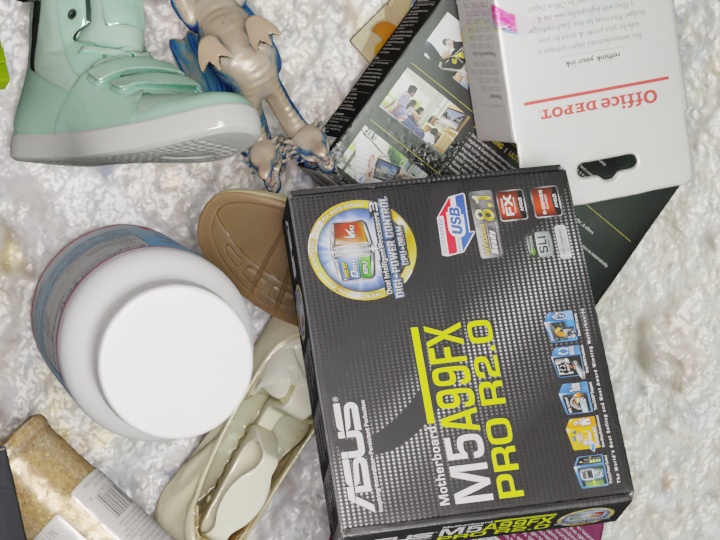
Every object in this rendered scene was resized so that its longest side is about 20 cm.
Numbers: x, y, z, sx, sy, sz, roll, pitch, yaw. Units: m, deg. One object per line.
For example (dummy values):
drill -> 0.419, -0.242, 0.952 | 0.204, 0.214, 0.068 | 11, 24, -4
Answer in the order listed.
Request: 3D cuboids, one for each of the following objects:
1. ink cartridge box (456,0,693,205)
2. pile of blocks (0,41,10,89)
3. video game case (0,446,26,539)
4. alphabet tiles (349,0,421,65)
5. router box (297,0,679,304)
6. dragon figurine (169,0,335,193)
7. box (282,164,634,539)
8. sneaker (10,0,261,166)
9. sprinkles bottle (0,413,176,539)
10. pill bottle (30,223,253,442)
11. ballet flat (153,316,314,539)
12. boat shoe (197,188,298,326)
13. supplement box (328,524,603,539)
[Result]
ink cartridge box -> 0.122, -0.142, 1.244 | 0.115, 0.068, 0.200 | -11, 98, -16
pile of blocks -> -0.207, -0.157, 1.165 | 0.062, 0.082, 0.200 | -5, 132, -30
video game case -> -0.214, 0.182, 1.188 | 0.025, 0.181, 0.200 | -15, 101, -24
alphabet tiles -> 0.094, -0.130, 1.328 | 0.200, 0.006, 0.166 | -45, 106, -6
router box -> 0.085, -0.063, 1.303 | 0.200, 0.051, 0.149 | 38, 84, -17
dragon figurine -> -0.081, -0.137, 1.245 | 0.059, 0.099, 0.200 | -28, 66, -8
box -> 0.050, 0.046, 1.145 | 0.160, 0.044, 0.200 | -5, 67, -10
sneaker -> -0.130, -0.119, 1.174 | 0.074, 0.200, 0.118 | 3, 90, -43
sprinkles bottle -> -0.141, 0.174, 1.243 | 0.200, 0.068, 0.068 | 43, 84, 0
pill bottle -> -0.121, 0.036, 1.186 | 0.109, 0.200, 0.109 | -2, 98, -16
ballet flat -> -0.053, 0.096, 1.284 | 0.069, 0.069, 0.200 | 32, 87, -17
boat shoe -> 0.000, 0.000, 1.238 | 0.200, 0.065, 0.071 | 22, 112, -7
supplement box -> 0.065, 0.146, 1.246 | 0.131, 0.200, 0.103 | 40, 125, -15
